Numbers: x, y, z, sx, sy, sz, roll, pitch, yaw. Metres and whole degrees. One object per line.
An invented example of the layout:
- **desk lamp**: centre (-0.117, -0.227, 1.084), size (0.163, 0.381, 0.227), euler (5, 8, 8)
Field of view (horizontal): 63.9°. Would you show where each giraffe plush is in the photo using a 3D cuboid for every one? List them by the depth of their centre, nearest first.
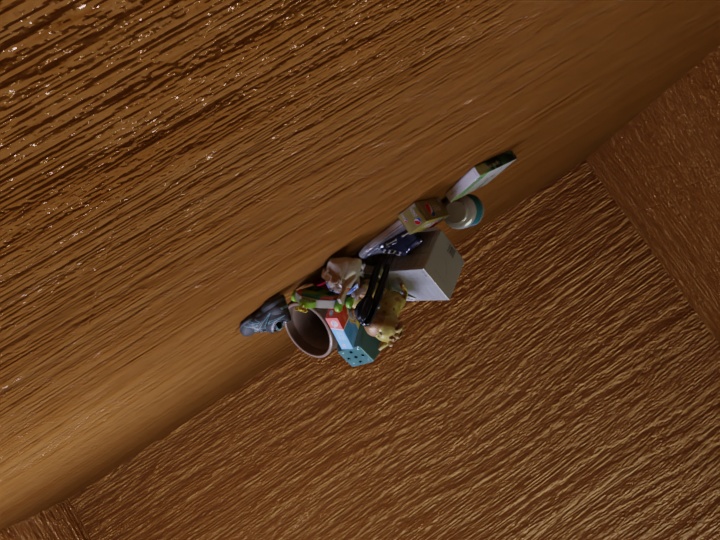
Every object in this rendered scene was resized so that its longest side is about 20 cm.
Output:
- **giraffe plush**: centre (0.065, 0.141, 1.694), size (0.199, 0.163, 0.173), euler (0, 140, 3)

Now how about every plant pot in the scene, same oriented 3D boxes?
- **plant pot**: centre (-0.121, 0.149, 1.862), size (0.175, 0.200, 0.200), euler (-40, 179, -44)
- **plant pot**: centre (0.002, 0.211, 1.950), size (0.141, 0.141, 0.201), euler (-20, -141, 30)

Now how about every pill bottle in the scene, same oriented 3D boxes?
- **pill bottle**: centre (0.328, -0.191, 1.863), size (0.111, 0.111, 0.200), euler (-36, 173, 22)

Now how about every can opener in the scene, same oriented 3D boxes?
- **can opener**: centre (0.040, 0.064, 1.624), size (0.079, 0.063, 0.201), euler (-25, -143, 59)

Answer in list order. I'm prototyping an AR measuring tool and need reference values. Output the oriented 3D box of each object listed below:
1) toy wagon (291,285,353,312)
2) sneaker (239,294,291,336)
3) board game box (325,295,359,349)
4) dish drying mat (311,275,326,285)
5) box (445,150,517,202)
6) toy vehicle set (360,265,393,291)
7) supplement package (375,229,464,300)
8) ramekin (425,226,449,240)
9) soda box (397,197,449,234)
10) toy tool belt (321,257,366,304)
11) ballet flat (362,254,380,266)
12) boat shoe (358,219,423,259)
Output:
- **toy wagon**: centre (-0.117, 0.081, 1.630), size (0.154, 0.040, 0.200), euler (11, -170, 23)
- **sneaker**: centre (-0.262, 0.144, 1.583), size (0.200, 0.079, 0.075), euler (-37, 172, 38)
- **board game box**: centre (-0.042, 0.119, 1.793), size (0.040, 0.153, 0.201), euler (-4, -134, 21)
- **dish drying mat**: centre (-0.103, 0.029, 1.776), size (0.077, 0.018, 0.200), euler (-33, 173, -1)
- **box**: centre (0.356, -0.279, 1.708), size (0.200, 0.036, 0.144), euler (-30, 172, -39)
- **toy vehicle set**: centre (0.036, 0.053, 1.775), size (0.027, 0.124, 0.200), euler (-64, 147, -29)
- **supplement package**: centre (0.175, -0.011, 1.740), size (0.199, 0.152, 0.151), euler (-4, -131, 44)
- **ramekin**: centre (0.220, -0.086, 2.113), size (0.200, 0.105, 0.200), euler (-33, 174, -4)
- **soda box**: centre (0.180, -0.155, 1.625), size (0.068, 0.064, 0.200), euler (-37, 172, 27)
- **toy tool belt**: centre (-0.044, 0.034, 1.592), size (0.124, 0.124, 0.200), euler (1, 174, 6)
- **ballet flat**: centre (0.000, 0.000, 1.873), size (0.064, 0.076, 0.200), euler (23, 124, -41)
- **boat shoe**: centre (0.089, -0.068, 1.675), size (0.200, 0.093, 0.075), euler (-38, 172, 29)
